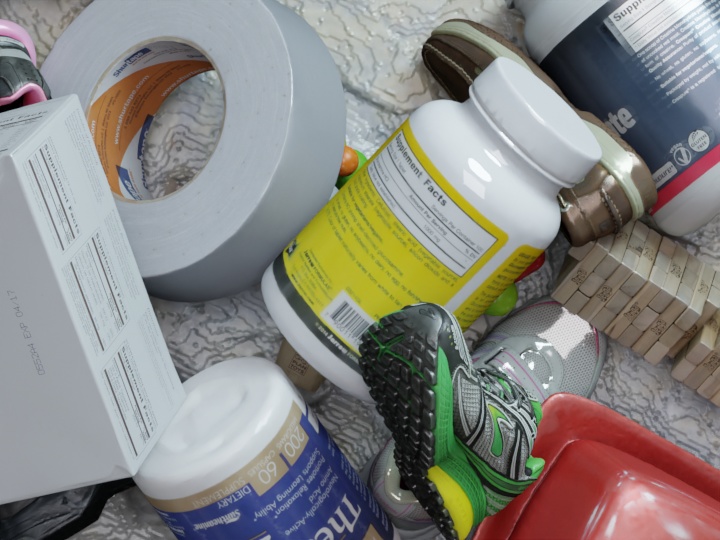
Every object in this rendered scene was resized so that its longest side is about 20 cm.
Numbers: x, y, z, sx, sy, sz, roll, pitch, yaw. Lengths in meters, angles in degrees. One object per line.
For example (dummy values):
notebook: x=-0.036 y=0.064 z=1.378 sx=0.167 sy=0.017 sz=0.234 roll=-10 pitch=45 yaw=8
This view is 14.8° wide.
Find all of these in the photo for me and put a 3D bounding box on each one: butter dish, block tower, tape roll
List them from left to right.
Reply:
tape roll: x=-0.110 y=-0.084 z=1.706 sx=0.200 sy=0.066 sz=0.201 roll=-8 pitch=72 yaw=28
butter dish: x=0.172 y=0.202 z=1.672 sx=0.199 sy=0.148 sz=0.200 roll=29 pitch=83 yaw=-19
block tower: x=0.211 y=0.035 z=1.733 sx=0.200 sy=0.054 sz=0.058 roll=34 pitch=126 yaw=-6

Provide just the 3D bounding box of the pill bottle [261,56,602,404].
pill bottle: x=0.044 y=-0.026 z=1.633 sx=0.112 sy=0.112 sz=0.200 roll=45 pitch=106 yaw=3

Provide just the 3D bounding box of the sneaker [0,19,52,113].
sneaker: x=-0.242 y=-0.051 z=1.705 sx=0.079 sy=0.095 sz=0.200 roll=7 pitch=115 yaw=-37

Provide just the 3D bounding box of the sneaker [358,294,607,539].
sneaker: x=0.081 y=0.093 z=1.727 sx=0.081 sy=0.088 sz=0.200 roll=42 pitch=84 yaw=3

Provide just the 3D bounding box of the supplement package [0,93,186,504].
supplement package: x=-0.215 y=0.023 z=1.602 sx=0.155 sy=0.111 sz=0.201 roll=-13 pitch=108 yaw=19

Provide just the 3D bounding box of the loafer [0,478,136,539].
loafer: x=-0.152 y=0.103 z=1.731 sx=0.200 sy=0.073 sz=0.072 roll=-31 pitch=81 yaw=-5

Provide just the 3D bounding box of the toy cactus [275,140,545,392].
toy cactus: x=0.000 y=0.000 z=1.742 sx=0.200 sy=0.102 sz=0.165 roll=27 pitch=94 yaw=-7

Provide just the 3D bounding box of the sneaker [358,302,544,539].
sneaker: x=0.056 y=0.076 z=1.608 sx=0.085 sy=0.200 sz=0.078 roll=-34 pitch=57 yaw=-10

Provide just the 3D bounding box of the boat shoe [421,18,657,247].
boat shoe: x=0.092 y=-0.085 z=1.716 sx=0.075 sy=0.075 sz=0.202 roll=-39 pitch=49 yaw=-11

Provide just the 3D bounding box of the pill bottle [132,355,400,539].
pill bottle: x=-0.044 y=0.158 z=1.675 sx=0.111 sy=0.111 sz=0.200 roll=-37 pitch=117 yaw=-5

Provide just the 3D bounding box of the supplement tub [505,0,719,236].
supplement tub: x=0.191 y=-0.136 z=1.729 sx=0.140 sy=0.140 sz=0.200 roll=-36 pitch=86 yaw=-5
